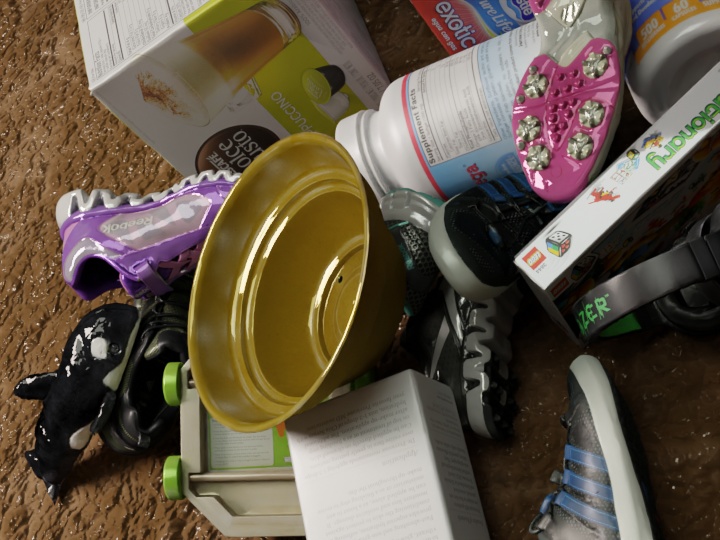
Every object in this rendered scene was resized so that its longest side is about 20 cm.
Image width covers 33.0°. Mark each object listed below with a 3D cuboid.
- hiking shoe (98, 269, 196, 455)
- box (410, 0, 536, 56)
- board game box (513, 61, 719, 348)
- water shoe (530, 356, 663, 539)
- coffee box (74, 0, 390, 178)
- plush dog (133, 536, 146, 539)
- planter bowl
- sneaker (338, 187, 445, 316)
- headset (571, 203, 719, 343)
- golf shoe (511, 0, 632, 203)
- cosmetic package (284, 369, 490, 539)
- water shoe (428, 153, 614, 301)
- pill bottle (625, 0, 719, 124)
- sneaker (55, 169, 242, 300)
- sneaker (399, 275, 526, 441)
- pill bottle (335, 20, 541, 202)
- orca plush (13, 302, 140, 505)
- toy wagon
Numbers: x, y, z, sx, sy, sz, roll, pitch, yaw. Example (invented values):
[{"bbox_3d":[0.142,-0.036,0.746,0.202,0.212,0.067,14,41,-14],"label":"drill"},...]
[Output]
[{"bbox_3d":[-0.148,0.054,0.991,0.101,0.076,0.201,-15,57,61],"label":"hiking shoe"},{"bbox_3d":[0.094,-0.236,0.957,0.095,0.200,0.100,-23,50,21],"label":"box"},{"bbox_3d":[0.197,-0.044,0.807,0.200,0.126,0.035,-44,61,2],"label":"board game box"},{"bbox_3d":[0.138,0.144,0.746,0.079,0.072,0.201,-19,52,17],"label":"water shoe"},{"bbox_3d":[-0.117,-0.214,1.084,0.197,0.200,0.200,-31,49,13],"label":"coffee box"},{"bbox_3d":[-0.089,0.250,0.770,0.160,0.172,0.200,-44,46,-1],"label":"plush dog"},{"bbox_3d":[-0.029,0.016,0.814,0.200,0.083,0.201,-24,57,45],"label":"planter bowl"},{"bbox_3d":[0.000,0.000,0.910,0.200,0.077,0.092,-18,47,63],"label":"sneaker"},{"bbox_3d":[0.226,-0.013,0.779,0.199,0.124,0.094,-17,75,-12],"label":"headset"},{"bbox_3d":[0.153,-0.134,0.814,0.075,0.091,0.201,-1,73,33],"label":"golf shoe"},{"bbox_3d":[0.026,0.177,0.779,0.101,0.071,0.201,-22,65,21],"label":"cosmetic package"},{"bbox_3d":[0.116,-0.044,0.828,0.079,0.200,0.072,-38,87,37],"label":"water shoe"},{"bbox_3d":[0.230,-0.208,0.908,0.112,0.112,0.201,-26,50,16],"label":"pill bottle"},{"bbox_3d":[-0.151,-0.019,0.956,0.199,0.081,0.089,-7,54,15],"label":"sneaker"},{"bbox_3d":[0.071,0.029,0.886,0.090,0.066,0.201,-7,59,27],"label":"sneaker"},{"bbox_3d":[0.086,-0.114,0.943,0.199,0.109,0.109,-20,51,22],"label":"pill bottle"},{"bbox_3d":[-0.248,0.100,0.993,0.200,0.071,0.106,-52,28,40],"label":"orca plush"},{"bbox_3d":[-0.066,0.092,0.892,0.154,0.040,0.201,-2,83,7],"label":"toy wagon"}]
